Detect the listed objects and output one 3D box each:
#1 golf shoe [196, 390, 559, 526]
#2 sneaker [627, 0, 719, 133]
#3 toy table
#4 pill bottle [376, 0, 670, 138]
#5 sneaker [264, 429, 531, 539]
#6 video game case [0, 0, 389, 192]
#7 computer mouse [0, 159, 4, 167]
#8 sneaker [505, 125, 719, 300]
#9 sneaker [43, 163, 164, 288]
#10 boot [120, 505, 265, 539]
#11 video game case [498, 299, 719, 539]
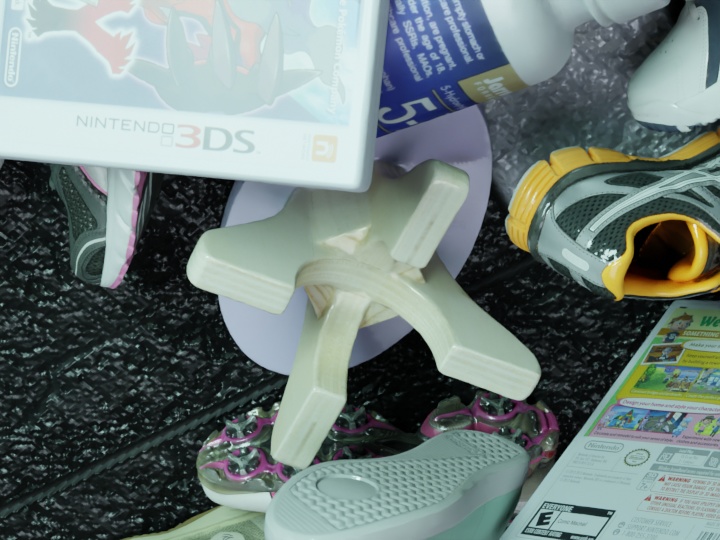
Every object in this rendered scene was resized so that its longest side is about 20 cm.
[{"bbox_3d":[0.010,0.121,1.317,0.199,0.073,0.092,-1,126,-3],"label":"golf shoe"},{"bbox_3d":[0.174,-0.163,1.129,0.130,0.080,0.199,43,126,-14],"label":"sneaker"},{"bbox_3d":[0.000,0.000,1.206,0.183,0.117,0.201,10,123,-10],"label":"toy table"},{"bbox_3d":[0.034,-0.132,1.103,0.199,0.120,0.120,-18,124,16],"label":"pill bottle"},{"bbox_3d":[0.017,0.154,1.191,0.074,0.200,0.119,19,105,31],"label":"sneaker"},{"bbox_3d":[-0.074,-0.142,1.061,0.181,0.023,0.201,6,90,17],"label":"video game case"},{"bbox_3d":[-0.247,-0.034,1.216,0.110,0.044,0.200,39,120,-20],"label":"computer mouse"},{"bbox_3d":[0.171,-0.022,1.198,0.199,0.077,0.079,-11,127,-28],"label":"sneaker"},{"bbox_3d":[-0.140,-0.091,1.171,0.086,0.080,0.201,7,117,6],"label":"sneaker"},{"bbox_3d":[-0.110,0.217,1.326,0.199,0.155,0.072,-26,122,14],"label":"boot"},{"bbox_3d":[0.185,0.086,1.174,0.200,0.182,0.022,1,135,51],"label":"video game case"}]
